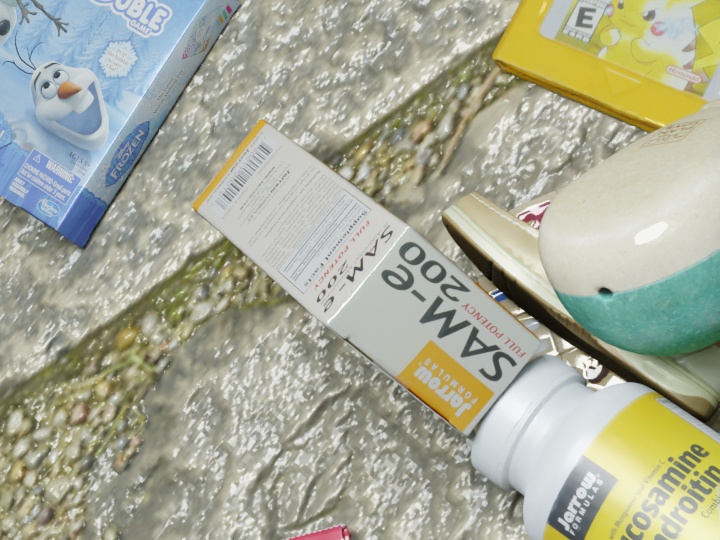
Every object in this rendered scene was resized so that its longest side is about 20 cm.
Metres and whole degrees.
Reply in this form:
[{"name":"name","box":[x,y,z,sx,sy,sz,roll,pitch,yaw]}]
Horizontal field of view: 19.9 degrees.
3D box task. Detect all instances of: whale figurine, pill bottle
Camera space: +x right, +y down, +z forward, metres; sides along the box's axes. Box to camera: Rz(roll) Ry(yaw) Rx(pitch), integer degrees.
[{"name":"whale figurine","box":[0.188,-0.027,1.139,0.159,0.200,0.104,-10,114,42]},{"name":"pill bottle","box":[0.163,0.133,1.146,0.200,0.112,0.112,34,88,25]}]

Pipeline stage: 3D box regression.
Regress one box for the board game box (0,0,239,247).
[{"name":"board game box","box":[-0.216,-0.150,1.408,0.200,0.043,0.199,31,85,25]}]

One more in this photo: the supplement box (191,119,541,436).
[{"name":"supplement box","box":[0.000,0.000,1.195,0.074,0.126,0.200,-51,35,0]}]

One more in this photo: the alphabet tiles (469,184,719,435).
[{"name":"alphabet tiles","box":[0.146,0.023,1.243,0.199,0.006,0.167,-23,67,12]}]

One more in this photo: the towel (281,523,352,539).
[{"name":"towel","box":[-0.052,0.267,1.237,0.144,0.022,0.201,-18,67,17]}]

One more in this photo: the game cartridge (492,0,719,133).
[{"name":"game cartridge","box":[0.201,-0.184,1.270,0.176,0.032,0.201,25,86,25]}]

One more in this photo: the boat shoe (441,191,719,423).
[{"name":"boat shoe","box":[0.139,0.009,1.211,0.200,0.074,0.066,37,84,14]}]
